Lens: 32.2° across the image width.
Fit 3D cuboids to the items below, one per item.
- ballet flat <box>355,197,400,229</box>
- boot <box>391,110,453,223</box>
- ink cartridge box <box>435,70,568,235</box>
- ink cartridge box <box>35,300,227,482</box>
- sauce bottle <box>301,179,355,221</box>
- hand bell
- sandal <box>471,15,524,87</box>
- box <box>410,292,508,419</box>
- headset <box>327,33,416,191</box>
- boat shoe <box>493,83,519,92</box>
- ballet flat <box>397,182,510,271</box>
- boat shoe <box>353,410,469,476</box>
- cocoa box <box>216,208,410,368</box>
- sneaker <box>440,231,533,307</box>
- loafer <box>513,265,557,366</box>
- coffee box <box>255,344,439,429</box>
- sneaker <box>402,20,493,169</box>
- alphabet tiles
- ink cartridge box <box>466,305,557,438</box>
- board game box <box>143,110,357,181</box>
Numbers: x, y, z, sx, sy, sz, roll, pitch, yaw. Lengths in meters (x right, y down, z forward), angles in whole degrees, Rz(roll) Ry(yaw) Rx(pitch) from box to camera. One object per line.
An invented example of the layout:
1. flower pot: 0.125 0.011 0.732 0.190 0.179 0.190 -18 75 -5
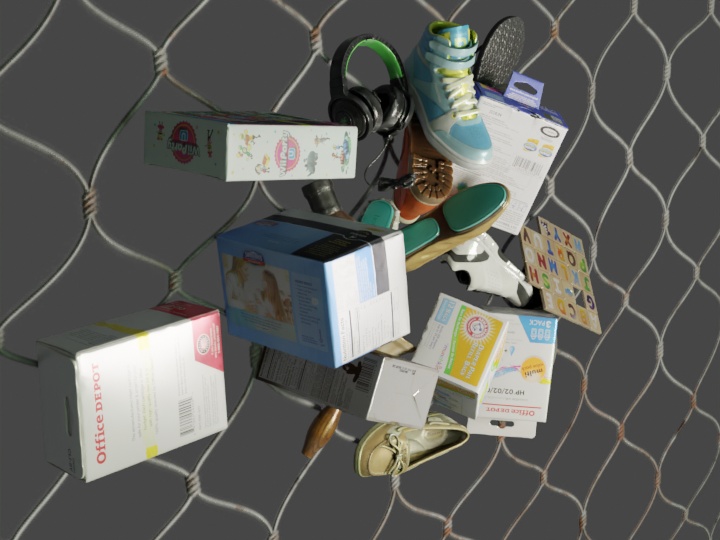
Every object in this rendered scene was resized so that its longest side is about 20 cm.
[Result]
1. ballet flat: 0.000 0.000 1.649 0.072 0.071 0.201 44 69 -43
2. boot: 0.080 -0.162 1.693 0.074 0.107 0.202 15 61 -13
3. ink cartridge box: 0.194 -0.168 1.717 0.135 0.077 0.202 18 113 -13
4. ink cartridge box: -0.252 0.128 1.386 0.199 0.083 0.147 -16 110 -44
5. sauce bottle: -0.019 -0.020 1.574 0.064 0.064 0.202 -24 91 -41
6. hand bell: -0.020 0.160 1.665 0.104 0.104 0.201 35 86 -45
7. sandal: 0.171 -0.275 1.788 0.075 0.045 0.202 18 100 -44
8. box: 0.136 0.121 1.726 0.200 0.100 0.113 75 39 -74
9. headset: 0.026 -0.203 1.601 0.123 0.093 0.203 -11 96 -45
10. boat shoe: 0.216 -0.191 1.818 0.093 0.074 0.202 -54 151 -51
11. ballet flat: 0.120 -0.058 1.699 0.063 0.198 0.069 41 29 -54
12. boat shoe: 0.072 0.250 1.783 0.199 0.063 0.074 -9 105 -46
13. cocoa box: -0.058 0.016 1.483 0.131 0.199 0.135 -23 115 -40
14. sneaker: 0.184 0.004 1.854 0.080 0.074 0.200 -53 130 -5
15. loafer: 0.264 0.077 1.951 0.069 0.075 0.203 13 80 -44
16. coffee box: -0.018 0.129 1.554 0.114 0.199 0.081 18 87 -47
17. sneaker: 0.123 -0.236 1.604 0.079 0.201 0.131 -14 149 -32
18. alphabet tiles: 0.307 -0.001 1.938 0.199 0.008 0.169 23 52 -46
19. ink cartridge box: 0.227 0.161 1.886 0.114 0.068 0.203 4 98 -4
20. board game box: -0.123 -0.143 1.415 0.199 0.147 0.065 -8 106 -47
